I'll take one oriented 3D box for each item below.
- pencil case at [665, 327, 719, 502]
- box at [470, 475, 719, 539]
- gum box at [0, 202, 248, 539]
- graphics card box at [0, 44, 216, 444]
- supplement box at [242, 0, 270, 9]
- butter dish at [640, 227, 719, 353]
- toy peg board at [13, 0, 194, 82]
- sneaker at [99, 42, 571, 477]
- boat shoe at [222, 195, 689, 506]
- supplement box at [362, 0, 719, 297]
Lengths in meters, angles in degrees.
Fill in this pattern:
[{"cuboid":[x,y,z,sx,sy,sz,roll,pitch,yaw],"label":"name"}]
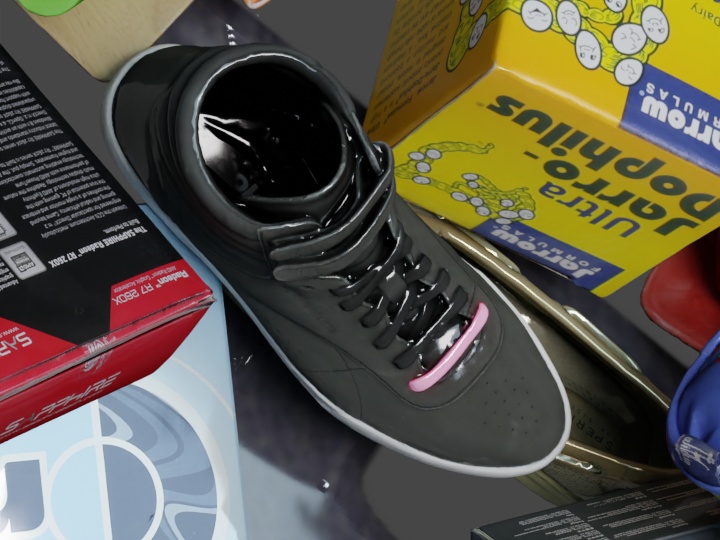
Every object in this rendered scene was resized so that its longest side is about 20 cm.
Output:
[{"cuboid":[0.175,0.099,0.972,0.078,0.087,0.200,-36,120,0],"label":"pencil case"},{"cuboid":[0.137,0.150,1.047,0.199,0.044,0.161,-11,111,-23],"label":"box"},{"cuboid":[-0.124,0.082,0.981,0.169,0.045,0.201,-5,84,-23],"label":"gum box"},{"cuboid":[-0.154,-0.034,0.921,0.200,0.051,0.125,49,38,12],"label":"graphics card box"},{"cuboid":[-0.068,-0.192,1.021,0.069,0.067,0.200,-33,97,14],"label":"supplement box"},{"cuboid":[0.218,-0.045,1.041,0.199,0.200,0.148,-44,142,-21],"label":"butter dish"},{"cuboid":[-0.094,-0.191,0.940,0.200,0.098,0.199,44,105,-5],"label":"toy peg board"},{"cuboid":[0.000,0.000,0.960,0.200,0.099,0.071,43,80,-10],"label":"sneaker"},{"cuboid":[0.033,0.019,1.043,0.200,0.063,0.073,38,71,-14],"label":"boat shoe"},{"cuboid":[0.087,-0.112,1.037,0.108,0.109,0.201,24,62,-18],"label":"supplement box"}]
